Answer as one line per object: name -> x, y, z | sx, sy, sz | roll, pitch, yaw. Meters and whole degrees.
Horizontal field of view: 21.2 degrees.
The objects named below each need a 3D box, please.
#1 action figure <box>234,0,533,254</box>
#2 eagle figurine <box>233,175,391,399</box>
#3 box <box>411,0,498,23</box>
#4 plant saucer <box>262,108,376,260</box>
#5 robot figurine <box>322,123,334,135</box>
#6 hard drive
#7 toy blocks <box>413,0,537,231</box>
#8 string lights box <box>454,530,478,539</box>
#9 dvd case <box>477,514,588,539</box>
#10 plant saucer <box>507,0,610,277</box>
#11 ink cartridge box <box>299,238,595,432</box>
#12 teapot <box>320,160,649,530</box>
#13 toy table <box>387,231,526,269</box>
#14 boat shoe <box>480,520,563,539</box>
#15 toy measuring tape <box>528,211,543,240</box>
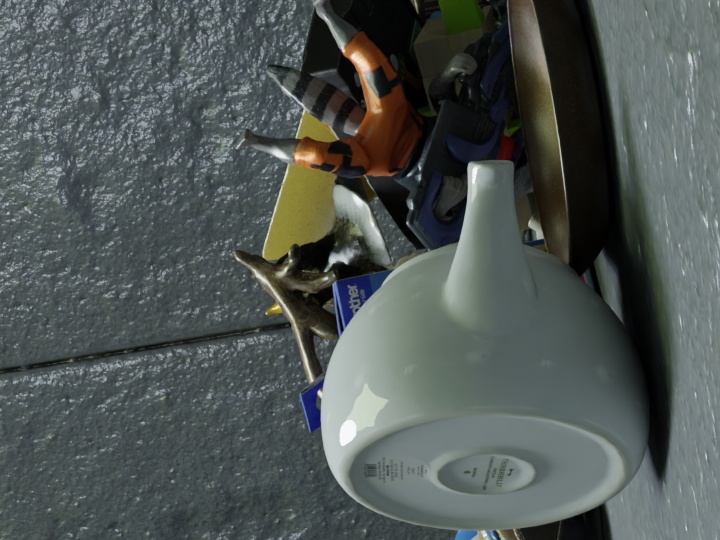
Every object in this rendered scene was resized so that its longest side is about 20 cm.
action figure -> 0.040, -0.111, 1.269 | 0.201, 0.193, 0.105 | -64, 13, -11
eagle figurine -> -0.006, 0.001, 1.430 | 0.200, 0.150, 0.153 | -15, -69, -54
box -> 0.072, -0.257, 1.545 | 0.200, 0.075, 0.101 | 83, 179, -51
plant saucer -> 0.000, -0.118, 1.648 | 0.200, 0.048, 0.201 | -47, -21, -52
robot figurine -> 0.039, -0.116, 1.536 | 0.200, 0.058, 0.146 | 36, -123, -40
hard drive -> 0.022, -0.128, 1.407 | 0.200, 0.038, 0.140 | 52, -142, -43
toy blocks -> 0.091, -0.118, 1.419 | 0.137, 0.099, 0.201 | -65, -40, -67
string lights box -> 0.133, 0.253, 1.642 | 0.103, 0.059, 0.200 | 50, -172, 1
dvd case -> 0.140, 0.222, 1.515 | 0.148, 0.016, 0.201 | 19, -126, -50
plant saucer -> 0.118, -0.091, 1.135 | 0.200, 0.032, 0.201 | -10, -90, -89
ink cartridge box -> 0.058, 0.060, 1.279 | 0.137, 0.199, 0.077 | 79, -179, -54
teapot -> 0.069, 0.051, 1.088 | 0.197, 0.200, 0.147 | 26, -130, -37
toy table -> 0.074, 0.022, 1.702 | 0.200, 0.183, 0.118 | -74, -35, -72
boat shoe -> 0.130, 0.139, 1.462 | 0.072, 0.072, 0.201 | -42, 35, 36
toy measuring tape -> 0.116, 0.026, 1.358 | 0.200, 0.073, 0.074 | 79, -179, -68
